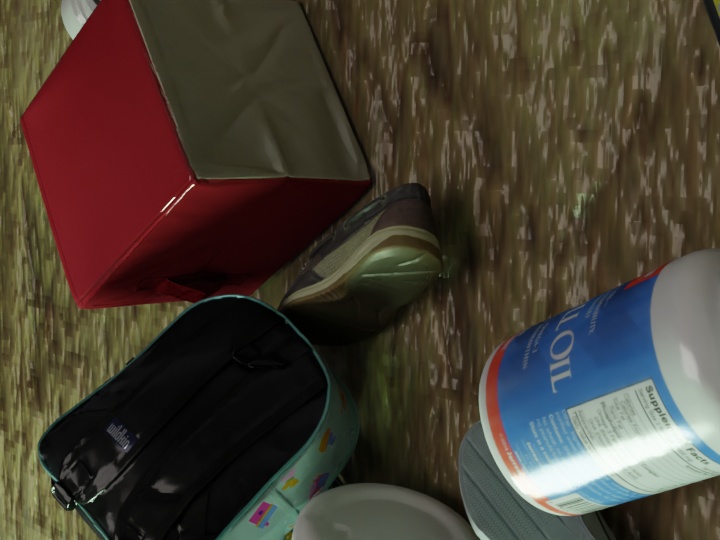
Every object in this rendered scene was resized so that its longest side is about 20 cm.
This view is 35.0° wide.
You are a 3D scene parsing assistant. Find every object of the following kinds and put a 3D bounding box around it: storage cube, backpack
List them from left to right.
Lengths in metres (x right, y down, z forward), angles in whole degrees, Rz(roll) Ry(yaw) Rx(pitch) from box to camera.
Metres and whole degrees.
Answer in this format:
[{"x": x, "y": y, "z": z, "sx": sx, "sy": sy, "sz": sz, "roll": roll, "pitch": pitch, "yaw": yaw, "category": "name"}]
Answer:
[{"x": -0.128, "y": -0.091, "z": 0.872, "sx": 0.180, "sy": 0.171, "sz": 0.200, "roll": -40, "pitch": 64, "yaw": 41, "category": "storage cube"}, {"x": -0.100, "y": 0.125, "z": 0.827, "sx": 0.200, "sy": 0.153, "sz": 0.176, "roll": -49, "pitch": 55, "yaw": -3, "category": "backpack"}]

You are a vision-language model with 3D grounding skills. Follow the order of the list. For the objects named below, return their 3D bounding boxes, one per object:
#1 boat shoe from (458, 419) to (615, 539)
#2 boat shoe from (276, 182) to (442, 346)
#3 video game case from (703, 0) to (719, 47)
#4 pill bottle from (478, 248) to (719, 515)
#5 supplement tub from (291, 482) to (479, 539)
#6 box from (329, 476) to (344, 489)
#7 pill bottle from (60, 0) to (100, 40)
[{"x": 0.119, "y": 0.173, "z": 0.695, "sx": 0.073, "sy": 0.067, "sz": 0.200, "roll": -30, "pitch": 40, "yaw": 2, "category": "boat shoe"}, {"x": -0.001, "y": -0.001, "z": 0.822, "sx": 0.201, "sy": 0.072, "sz": 0.066, "roll": -38, "pitch": 36, "yaw": 56, "category": "boat shoe"}, {"x": 0.257, "y": -0.162, "z": 0.547, "sx": 0.200, "sy": 0.025, "sz": 0.181, "roll": -28, "pitch": 73, "yaw": 46, "category": "video game case"}, {"x": 0.167, "y": 0.055, "z": 0.602, "sx": 0.200, "sy": 0.112, "sz": 0.113, "roll": -31, "pitch": 71, "yaw": 44, "category": "pill bottle"}, {"x": 0.004, "y": 0.261, "z": 0.780, "sx": 0.132, "sy": 0.132, "sz": 0.201, "roll": 30, "pitch": 118, "yaw": 42, "category": "supplement tub"}, {"x": -0.086, "y": 0.233, "z": 0.892, "sx": 0.200, "sy": 0.036, "sz": 0.143, "roll": -47, "pitch": 56, "yaw": 8, "category": "box"}, {"x": -0.162, "y": -0.257, "z": 0.935, "sx": 0.200, "sy": 0.116, "sz": 0.117, "roll": -36, "pitch": 67, "yaw": 44, "category": "pill bottle"}]
